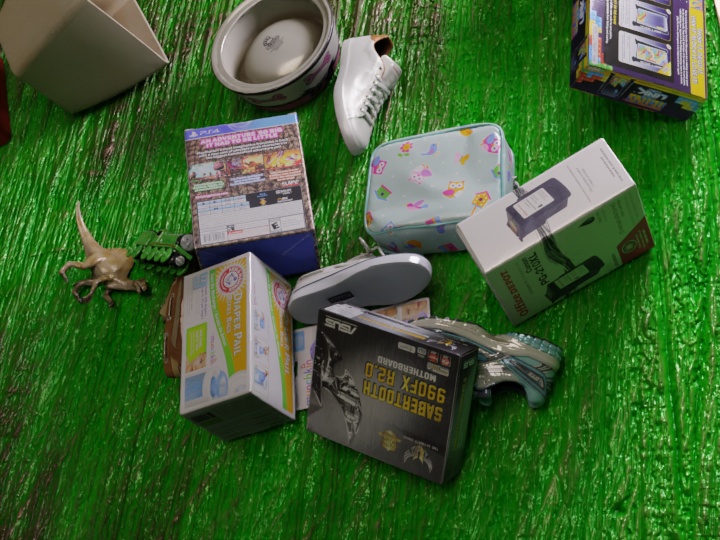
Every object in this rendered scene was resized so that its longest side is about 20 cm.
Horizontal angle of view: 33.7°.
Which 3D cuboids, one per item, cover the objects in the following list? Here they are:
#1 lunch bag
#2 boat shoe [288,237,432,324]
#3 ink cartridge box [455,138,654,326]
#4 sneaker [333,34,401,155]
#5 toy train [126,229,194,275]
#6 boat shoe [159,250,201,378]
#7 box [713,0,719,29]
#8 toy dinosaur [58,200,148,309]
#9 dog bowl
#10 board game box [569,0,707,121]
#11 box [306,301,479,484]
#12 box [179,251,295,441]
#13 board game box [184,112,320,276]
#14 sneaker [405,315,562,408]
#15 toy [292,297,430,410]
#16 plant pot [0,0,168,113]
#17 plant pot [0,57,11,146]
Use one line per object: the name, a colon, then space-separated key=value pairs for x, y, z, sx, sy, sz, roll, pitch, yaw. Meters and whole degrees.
lunch bag: x=0.107 y=-0.107 z=1.538 sx=0.198 sy=0.077 sz=0.162 roll=-7 pitch=58 yaw=21
boat shoe: x=0.002 y=0.003 z=1.532 sx=0.200 sy=0.075 sz=0.087 roll=-20 pitch=39 yaw=26
ink cartridge box: x=0.230 y=-0.041 z=1.401 sx=0.199 sy=0.145 sz=0.085 roll=-30 pitch=54 yaw=6
sneaker: x=0.013 y=-0.255 z=1.667 sx=0.084 sy=0.073 sz=0.202 roll=-11 pitch=57 yaw=21
toy train: x=-0.271 y=-0.029 z=1.637 sx=0.057 sy=0.042 sz=0.199 roll=-56 pitch=24 yaw=-14
boat shoe: x=-0.237 y=0.053 z=1.605 sx=0.073 sy=0.076 sz=0.202 roll=-15 pitch=56 yaw=20
box: x=0.551 y=-0.341 z=1.504 sx=0.198 sy=0.021 sz=0.165 roll=-12 pitch=58 yaw=18
toy dinosaur: x=-0.381 y=-0.005 z=1.726 sx=0.101 sy=0.058 sz=0.200 roll=-37 pitch=60 yaw=-18
dog bowl: x=-0.119 y=-0.325 z=1.768 sx=0.198 sy=0.074 sz=0.202 roll=-11 pitch=59 yaw=19
board game box: x=0.350 y=-0.303 z=1.501 sx=0.163 sy=0.057 sz=0.202 roll=15 pitch=62 yaw=-12
box: x=0.033 y=0.140 z=1.395 sx=0.198 sy=0.048 sz=0.160 roll=18 pitch=109 yaw=31
box: x=-0.156 y=0.096 z=1.517 sx=0.112 sy=0.101 sz=0.202 roll=-20 pitch=55 yaw=23
board game box: x=-0.146 y=-0.096 z=1.608 sx=0.157 sy=0.097 sz=0.202 roll=-9 pitch=57 yaw=-2
sneaker: x=0.132 y=0.109 z=1.390 sx=0.198 sy=0.078 sz=0.087 roll=10 pitch=76 yaw=15
toy: x=-0.008 y=0.097 z=1.491 sx=0.198 sy=0.047 sz=0.116 roll=-13 pitch=56 yaw=17
plant pot: x=-0.455 y=-0.373 z=1.877 sx=0.177 sy=0.199 sz=0.201 roll=-41 pitch=53 yaw=11
plant pot: x=-0.716 y=-0.293 z=1.957 sx=0.198 sy=0.176 sz=0.201 roll=-24 pitch=55 yaw=10
